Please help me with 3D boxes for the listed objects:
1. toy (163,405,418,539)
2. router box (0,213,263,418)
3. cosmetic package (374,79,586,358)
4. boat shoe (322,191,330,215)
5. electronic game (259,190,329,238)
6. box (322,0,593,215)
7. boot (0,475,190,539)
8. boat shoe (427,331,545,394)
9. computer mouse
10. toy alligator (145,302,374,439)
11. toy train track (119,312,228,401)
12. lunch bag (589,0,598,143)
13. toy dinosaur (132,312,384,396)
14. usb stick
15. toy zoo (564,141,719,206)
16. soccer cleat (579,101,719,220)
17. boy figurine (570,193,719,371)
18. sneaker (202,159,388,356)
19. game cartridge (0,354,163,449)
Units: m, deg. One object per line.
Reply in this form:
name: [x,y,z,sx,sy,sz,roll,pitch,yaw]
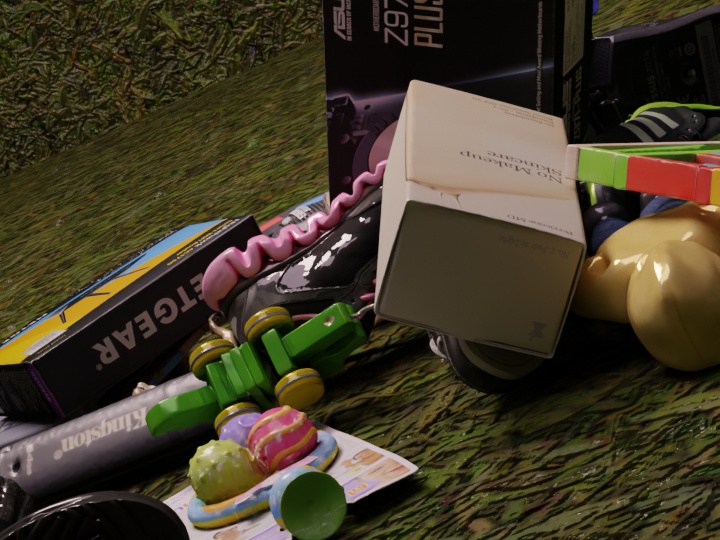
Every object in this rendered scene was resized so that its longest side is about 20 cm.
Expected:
toy: [-0.054,0.107,1.033,0.115,0.047,0.200,-27,13,-14]
router box: [-0.173,0.034,1.362,0.200,0.051,0.149,-36,14,-26]
cosmetic package: [0.066,-0.035,1.066,0.103,0.073,0.200,14,23,-5]
boat shoe: [0.016,-0.016,1.377,0.073,0.075,0.200,-10,19,-2]
electronic game: [-0.040,-0.036,1.597,0.199,0.042,0.200,-24,13,6]
box: [0.066,-0.117,1.250,0.163,0.201,0.086,10,27,22]
boot: [-0.182,0.157,1.005,0.210,0.080,0.158,-24,13,8]
boat shoe: [0.072,0.029,1.106,0.068,0.072,0.200,-61,9,20]
computer mouse: [0.210,-0.144,1.356,0.199,0.139,0.053,-9,5,-17]
toy alligator: [-0.036,0.055,1.138,0.199,0.059,0.054,-29,-30,3]
toy train track: [-0.130,0.073,1.350,0.114,0.033,0.200,-26,16,44]
lunch bag: [0.096,-0.166,1.395,0.123,0.201,0.170,-4,5,38]
toy dinosaur: [-0.054,0.056,1.271,0.199,0.058,0.101,-21,29,10]
usb stick: [-0.153,0.110,1.212,0.199,0.056,0.033,-22,-30,17]
toy zoo: [0.224,-0.048,0.995,0.131,0.021,0.200,-4,12,-37]
soccer cleat: [0.200,-0.072,1.236,0.081,0.068,0.200,-7,19,26]
boy figurine: [0.170,-0.004,1.009,0.124,0.065,0.200,-24,13,5]
sneaker: [0.000,0.000,1.198,0.199,0.096,0.079,-30,-28,8]
game cartridge: [-0.225,0.104,1.410,0.132,0.041,0.200,-17,15,20]
